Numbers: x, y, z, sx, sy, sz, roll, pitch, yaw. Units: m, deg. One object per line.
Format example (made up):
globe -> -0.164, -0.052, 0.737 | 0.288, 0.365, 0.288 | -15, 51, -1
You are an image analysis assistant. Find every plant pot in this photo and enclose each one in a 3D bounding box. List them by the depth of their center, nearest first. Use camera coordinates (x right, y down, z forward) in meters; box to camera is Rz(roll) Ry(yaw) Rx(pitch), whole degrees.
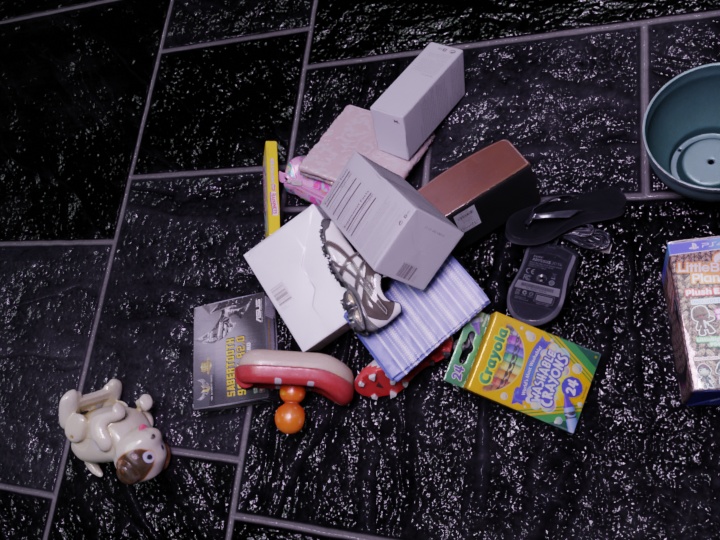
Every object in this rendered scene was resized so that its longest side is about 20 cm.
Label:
plant pot -> 0.526, -0.184, 0.954 | 0.200, 0.134, 0.201 | -7, 69, 20

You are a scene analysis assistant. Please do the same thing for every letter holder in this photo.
letter holder -> 0.175, -0.137, 1.086 | 0.200, 0.101, 0.142 | -32, 51, 5

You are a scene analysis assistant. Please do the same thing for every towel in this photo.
towel -> 0.085, 0.061, 1.010 | 0.200, 0.024, 0.145 | -41, 69, 5
towel -> 0.012, -0.216, 1.185 | 0.191, 0.032, 0.200 | 22, 58, 20

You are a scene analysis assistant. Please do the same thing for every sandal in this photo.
sandal -> 0.325, -0.098, 1.032 | 0.200, 0.043, 0.076 | -19, 45, 0

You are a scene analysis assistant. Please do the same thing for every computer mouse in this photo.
computer mouse -> 0.305, 0.011, 1.031 | 0.138, 0.053, 0.200 | 20, 69, 29

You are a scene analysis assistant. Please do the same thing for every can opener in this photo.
can opener -> 0.175, 0.070, 1.064 | 0.063, 0.078, 0.200 | -49, 49, 45

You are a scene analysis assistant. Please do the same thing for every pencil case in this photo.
pencil case -> -0.059, -0.147, 1.209 | 0.200, 0.087, 0.088 | 31, 86, 25

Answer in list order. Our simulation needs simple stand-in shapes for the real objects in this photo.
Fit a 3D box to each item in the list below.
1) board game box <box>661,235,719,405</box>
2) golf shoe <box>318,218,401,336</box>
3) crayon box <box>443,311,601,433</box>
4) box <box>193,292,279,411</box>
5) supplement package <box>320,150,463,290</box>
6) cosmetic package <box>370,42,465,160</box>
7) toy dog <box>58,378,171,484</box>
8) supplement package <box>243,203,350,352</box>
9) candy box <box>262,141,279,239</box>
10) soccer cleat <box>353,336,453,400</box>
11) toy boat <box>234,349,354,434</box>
board game box -> 0.480, 0.073, 0.872 | 0.097, 0.159, 0.200 | -7, 69, 20
golf shoe -> 0.000, 0.000, 1.008 | 0.094, 0.078, 0.200 | -23, 75, 4
crayon box -> 0.242, 0.147, 0.967 | 0.200, 0.052, 0.126 | 22, 81, 5
box -> -0.234, 0.154, 1.201 | 0.158, 0.048, 0.200 | -12, 68, 18
supplement package -> 0.043, -0.080, 0.992 | 0.110, 0.114, 0.200 | -55, 41, 15
cosmetic package -> 0.107, -0.306, 1.153 | 0.071, 0.102, 0.200 | 25, 62, 27
toy dog -> -0.449, 0.317, 1.188 | 0.200, 0.139, 0.194 | 18, 93, 27
supplement package -> -0.076, 0.016, 1.120 | 0.156, 0.111, 0.200 | -35, 79, 8
candy box -> -0.174, -0.140, 1.249 | 0.026, 0.102, 0.200 | 1, 69, -15
soccer cleat -> 0.071, 0.146, 1.074 | 0.200, 0.069, 0.085 | -38, 22, 25
toy boat -> -0.111, 0.205, 1.068 | 0.200, 0.131, 0.131 | 4, 75, -4
